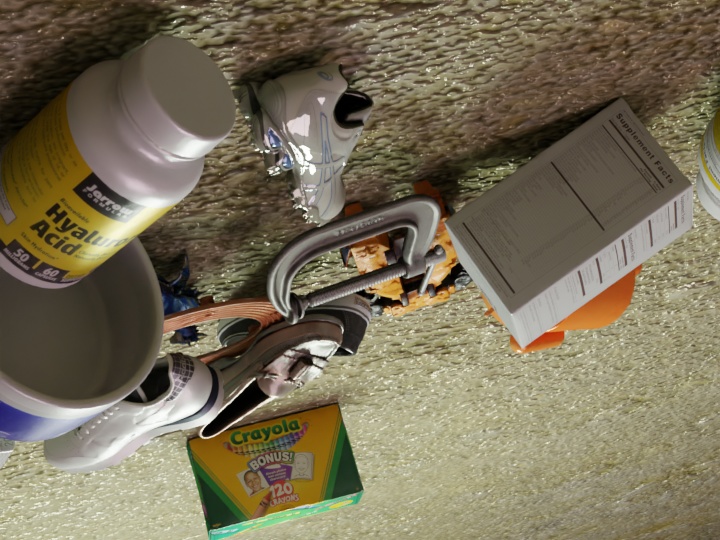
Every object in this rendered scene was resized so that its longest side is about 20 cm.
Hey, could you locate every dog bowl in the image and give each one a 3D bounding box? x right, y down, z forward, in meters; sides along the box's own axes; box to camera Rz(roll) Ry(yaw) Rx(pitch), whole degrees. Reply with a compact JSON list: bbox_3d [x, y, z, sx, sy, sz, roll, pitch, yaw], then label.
[{"bbox_3d":[-0.254,0.026,1.237,0.199,0.202,0.079,4,153,-43],"label":"dog bowl"}]

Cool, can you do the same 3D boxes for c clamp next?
[{"bbox_3d":[0.000,0.000,1.433,0.198,0.027,0.171,-16,149,-27],"label":"c clamp"}]

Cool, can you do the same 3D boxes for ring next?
[{"bbox_3d":[-0.156,0.060,1.481,0.198,0.019,0.201,-15,163,-5],"label":"ring"}]

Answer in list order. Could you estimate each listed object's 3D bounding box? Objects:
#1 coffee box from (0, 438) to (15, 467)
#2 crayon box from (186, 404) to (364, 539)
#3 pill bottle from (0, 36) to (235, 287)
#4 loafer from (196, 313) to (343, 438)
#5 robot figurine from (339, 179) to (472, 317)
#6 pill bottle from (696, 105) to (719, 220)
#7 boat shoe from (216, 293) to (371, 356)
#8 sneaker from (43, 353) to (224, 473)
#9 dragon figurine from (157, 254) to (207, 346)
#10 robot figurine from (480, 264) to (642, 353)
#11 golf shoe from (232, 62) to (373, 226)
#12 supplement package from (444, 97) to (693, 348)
[{"bbox_3d":[-0.415,0.099,1.289,0.196,0.201,0.200,-2,155,-32],"label":"coffee box"},{"bbox_3d":[-0.107,0.252,2.003,0.198,0.120,0.058,-13,158,-12],"label":"crayon box"},{"bbox_3d":[-0.182,-0.079,1.142,0.111,0.112,0.199,7,147,-46],"label":"pill bottle"},{"bbox_3d":[-0.088,0.104,1.526,0.072,0.063,0.199,24,142,-38],"label":"loafer"},{"bbox_3d":[0.045,-0.014,1.562,0.144,0.059,0.200,-17,158,1],"label":"robot figurine"},{"bbox_3d":[0.377,-0.120,1.486,0.110,0.112,0.200,-13,159,-11],"label":"pill bottle"},{"bbox_3d":[-0.074,0.065,1.594,0.199,0.057,0.068,-13,143,42],"label":"boat shoe"},{"bbox_3d":[-0.226,0.127,1.496,0.199,0.077,0.080,-27,150,20],"label":"sneaker"},{"bbox_3d":[-0.177,0.024,1.479,0.098,0.059,0.200,-12,162,-19],"label":"dragon figurine"},{"bbox_3d":[0.202,0.003,1.641,0.199,0.118,0.144,-2,153,-43],"label":"robot figurine"},{"bbox_3d":[-0.026,-0.100,1.285,0.097,0.079,0.200,-26,159,4],"label":"golf shoe"},{"bbox_3d":[0.194,-0.042,1.468,0.199,0.114,0.110,-34,158,-1],"label":"supplement package"}]
